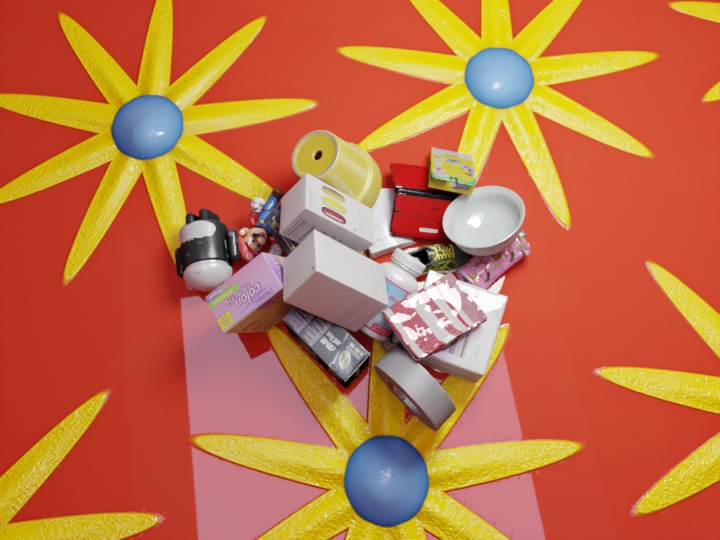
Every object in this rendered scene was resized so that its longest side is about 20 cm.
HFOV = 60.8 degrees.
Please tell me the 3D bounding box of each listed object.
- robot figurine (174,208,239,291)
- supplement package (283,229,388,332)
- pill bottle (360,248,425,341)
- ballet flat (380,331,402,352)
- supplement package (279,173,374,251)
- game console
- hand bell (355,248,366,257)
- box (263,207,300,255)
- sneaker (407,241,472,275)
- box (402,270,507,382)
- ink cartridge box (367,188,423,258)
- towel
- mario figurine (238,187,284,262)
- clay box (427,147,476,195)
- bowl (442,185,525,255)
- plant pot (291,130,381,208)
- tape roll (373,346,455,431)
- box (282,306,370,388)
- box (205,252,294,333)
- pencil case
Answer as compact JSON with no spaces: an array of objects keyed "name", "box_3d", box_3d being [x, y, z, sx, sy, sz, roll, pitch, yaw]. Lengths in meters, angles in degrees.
[{"name":"robot figurine","box_3d":[-0.381,-0.047,1.517,0.124,0.150,0.202,0,70,-31]},{"name":"supplement package","box_3d":[-0.055,0.026,1.331,0.199,0.121,0.121,27,39,-33]},{"name":"pill bottle","box_3d":[0.065,0.055,1.430,0.108,0.109,0.201,33,98,9]},{"name":"ballet flat","box_3d":[0.104,0.104,1.492,0.067,0.067,0.202,17,79,-13]},{"name":"supplement package","box_3d":[-0.078,-0.116,1.436,0.199,0.109,0.115,25,45,-33]},{"name":"game console","box_3d":[0.169,-0.176,1.590,0.198,0.119,0.174,5,104,-14]},{"name":"hand bell","box_3d":[0.000,0.000,1.455,0.103,0.200,0.105,-1,64,2]},{"name":"box","box_3d":[-0.124,-0.066,1.498,0.051,0.157,0.201,-43,76,26]},{"name":"sneaker","box_3d":[0.192,-0.030,1.532,0.198,0.085,0.075,-18,76,-4]},{"name":"box","box_3d":[0.220,0.135,1.458,0.197,0.131,0.202,19,73,6]},{"name":"ink cartridge box","box_3d":[0.091,-0.140,1.585,0.198,0.057,0.164,-20,74,-1]},{"name":"towel","box_3d":[0.165,0.099,1.360,0.199,0.023,0.144,-28,62,-20]},{"name":"mario figurine","box_3d":[-0.233,-0.107,1.544,0.123,0.106,0.201,30,74,6]},{"name":"clay box","box_3d":[0.229,-0.248,1.554,0.114,0.048,0.201,11,32,0]},{"name":"bowl","box_3d":[0.307,-0.105,1.497,0.199,0.091,0.202,-14,47,15]},{"name":"plant pot","box_3d":[-0.070,-0.242,1.509,0.199,0.189,0.203,-7,70,21]},{"name":"tape roll","box_3d":[0.121,0.266,1.382,0.066,0.200,0.200,-43,78,-13]},{"name":"box","box_3d":[-0.076,0.170,1.430,0.200,0.164,0.086,43,77,11]},{"name":"box","box_3d":[-0.222,0.056,1.418,0.175,0.200,0.097,-37,75,14]},{"name":"pencil case","box_3d":[0.332,-0.022,1.533,0.199,0.086,0.083,-38,99,-10]}]
